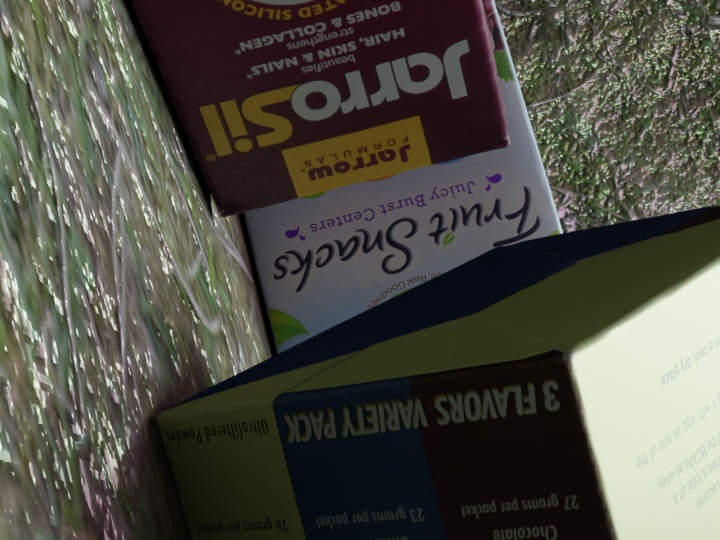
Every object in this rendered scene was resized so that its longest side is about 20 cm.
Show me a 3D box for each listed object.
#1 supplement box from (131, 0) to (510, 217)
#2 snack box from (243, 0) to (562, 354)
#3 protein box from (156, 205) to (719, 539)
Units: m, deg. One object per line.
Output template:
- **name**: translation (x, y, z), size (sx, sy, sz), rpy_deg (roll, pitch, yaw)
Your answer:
- **supplement box**: translation (-0.026, -0.135, 0.644), size (0.200, 0.131, 0.103), rpy_deg (71, 7, -46)
- **snack box**: translation (0.016, -0.038, 0.791), size (0.053, 0.142, 0.201), rpy_deg (63, 12, -74)
- **protein box**: translation (0.075, 0.100, 0.499), size (0.198, 0.135, 0.201), rpy_deg (-24, 100, -52)
